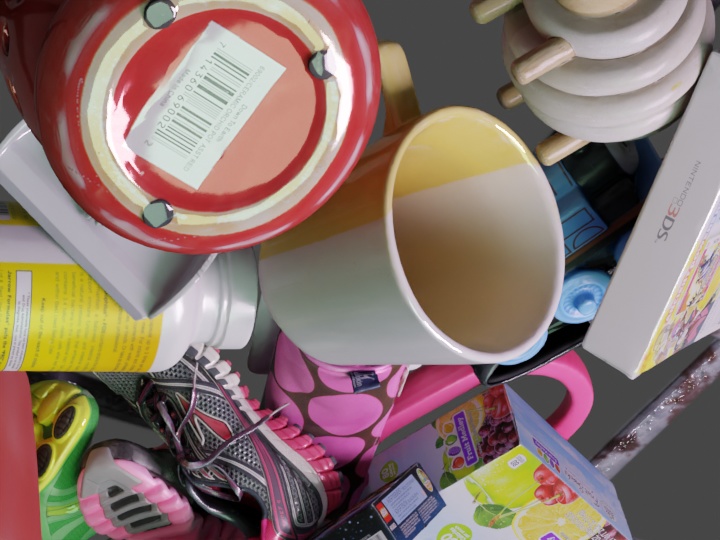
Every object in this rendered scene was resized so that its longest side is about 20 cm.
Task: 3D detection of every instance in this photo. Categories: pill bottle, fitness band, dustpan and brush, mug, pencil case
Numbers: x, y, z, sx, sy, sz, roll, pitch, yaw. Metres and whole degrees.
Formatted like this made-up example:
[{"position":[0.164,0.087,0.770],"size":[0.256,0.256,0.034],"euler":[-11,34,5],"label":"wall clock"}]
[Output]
[{"position":[-0.168,0.011,1.347],"size":[0.199,0.105,0.105],"euler":[2,135,-18],"label":"pill bottle"},{"position":[0.077,0.119,1.588],"size":[0.199,0.038,0.144],"euler":[-31,136,14],"label":"fitness band"},{"position":[-0.103,-0.086,1.285],"size":[0.140,0.057,0.200],"euler":[45,78,-6],"label":"dustpan and brush"},{"position":[0.020,-0.025,1.311],"size":[0.149,0.188,0.153],"euler":[22,155,-37],"label":"mug"},{"position":[-0.020,0.093,1.473],"size":[0.093,0.091,0.200],"euler":[6,144,-10],"label":"pencil case"}]

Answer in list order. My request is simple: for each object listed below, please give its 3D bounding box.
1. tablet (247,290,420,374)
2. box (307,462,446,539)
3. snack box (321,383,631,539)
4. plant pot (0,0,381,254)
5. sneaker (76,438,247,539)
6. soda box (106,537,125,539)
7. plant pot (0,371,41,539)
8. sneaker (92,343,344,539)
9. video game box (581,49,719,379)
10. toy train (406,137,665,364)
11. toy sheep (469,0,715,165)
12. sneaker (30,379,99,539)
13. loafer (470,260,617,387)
[{"position":[0.000,0.000,1.456],"size":[0.129,0.014,0.201],"euler":[-1,135,-16],"label":"tablet"},{"position":[-0.044,0.209,1.461],"size":[0.200,0.038,0.137],"euler":[-35,178,15],"label":"box"},{"position":[0.070,0.189,1.584],"size":[0.200,0.068,0.169],"euler":[-32,134,19],"label":"snack box"},{"position":[-0.088,-0.117,1.146],"size":[0.199,0.183,0.201],"euler":[-8,121,-13],"label":"plant pot"},{"position":[-0.129,0.144,1.508],"size":[0.079,0.096,0.200],"euler":[-12,152,24],"label":"sneaker"},{"position":[-0.135,0.252,1.610],"size":[0.068,0.064,0.200],"euler":[-35,149,20],"label":"soda box"},{"position":[-0.288,0.135,1.369],"size":[0.199,0.178,0.201],"euler":[1,137,1],"label":"plant pot"},{"position":[-0.104,0.104,1.428],"size":[0.200,0.075,0.081],"euler":[38,143,7],"label":"sneaker"},{"position":[0.222,-0.045,1.339],"size":[0.182,0.047,0.201],"euler":[-22,137,-62],"label":"video game box"},{"position":[0.117,-0.021,1.408],"size":[0.200,0.087,0.114],"euler":[-35,133,13],"label":"toy train"},{"position":[0.143,-0.135,1.274],"size":[0.137,0.138,0.200],"euler":[-19,153,3],"label":"toy sheep"},{"position":[-0.213,0.143,1.510],"size":[0.083,0.074,0.200],"euler":[-10,143,-32],"label":"sneaker"},{"position":[0.162,0.020,1.483],"size":[0.200,0.071,0.068],"euler":[-26,138,11],"label":"loafer"}]
